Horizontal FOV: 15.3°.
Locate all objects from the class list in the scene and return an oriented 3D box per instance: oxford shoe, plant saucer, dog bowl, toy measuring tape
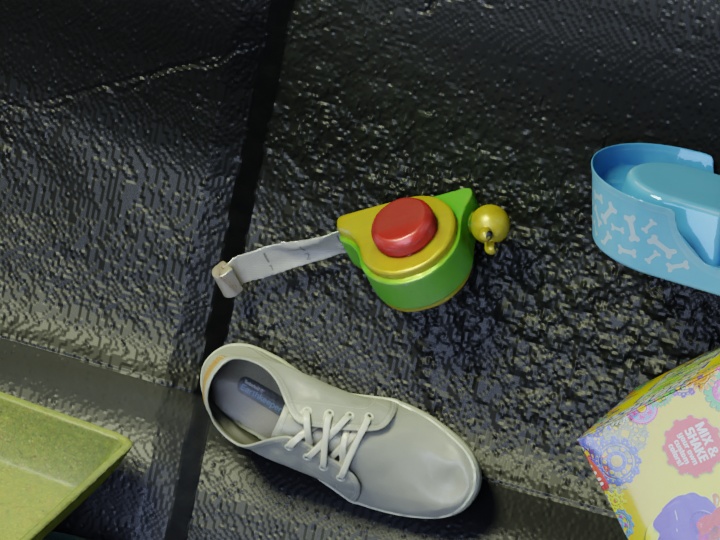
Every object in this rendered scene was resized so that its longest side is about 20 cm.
[{"bbox_3d":[-0.018,0.107,1.713,0.199,0.058,0.076,25,100,10],"label":"oxford shoe"},{"bbox_3d":[-0.279,0.146,1.721,0.199,0.200,0.048,18,123,22],"label":"plant saucer"},{"bbox_3d":[0.230,-0.021,1.603,0.199,0.111,0.050,16,113,14],"label":"dog bowl"},{"bbox_3d":[0.000,0.000,1.684,0.199,0.074,0.074,-15,92,15],"label":"toy measuring tape"}]

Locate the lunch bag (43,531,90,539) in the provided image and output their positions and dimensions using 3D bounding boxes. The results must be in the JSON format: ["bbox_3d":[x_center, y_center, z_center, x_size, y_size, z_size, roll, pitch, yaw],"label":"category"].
[{"bbox_3d":[-0.262,0.254,1.768,0.199,0.122,0.171,5,93,1],"label":"lunch bag"}]

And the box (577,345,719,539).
[{"bbox_3d":[0.241,0.145,1.570,0.122,0.193,0.201,-28,88,17],"label":"box"}]
